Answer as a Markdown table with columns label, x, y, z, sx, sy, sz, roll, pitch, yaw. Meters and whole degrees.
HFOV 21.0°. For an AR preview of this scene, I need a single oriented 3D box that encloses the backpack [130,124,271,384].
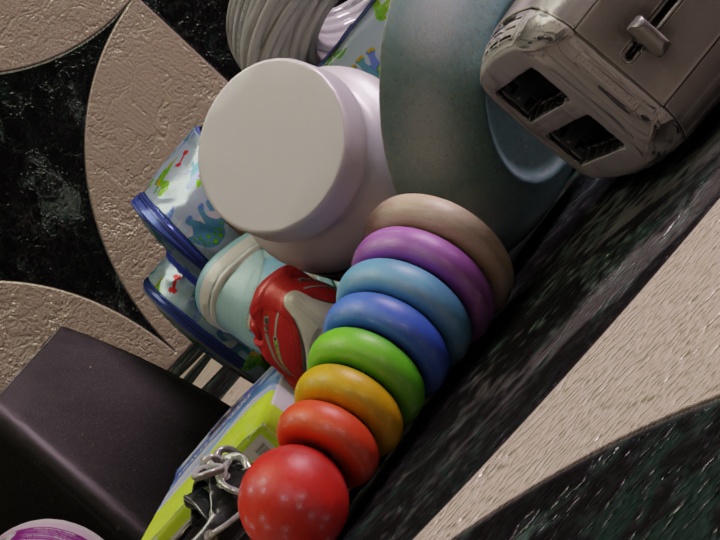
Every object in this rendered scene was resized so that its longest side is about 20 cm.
| label | x | y | z | sx | sy | sz | roll | pitch | yaw |
| --- | --- | --- | --- | --- | --- | --- | --- | --- | --- |
| backpack | -0.086 | -0.006 | 1.486 | 0.147 | 0.200 | 0.183 | -47 | 5 | 0 |

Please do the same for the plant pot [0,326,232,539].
| label | x | y | z | sx | sy | sz | roll | pitch | yaw |
| --- | --- | --- | --- | --- | --- | --- | --- | --- | --- |
| plant pot | -0.215 | 0.166 | 1.421 | 0.200 | 0.177 | 0.200 | -46 | 6 | 29 |

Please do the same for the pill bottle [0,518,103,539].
| label | x | y | z | sx | sy | sz | roll | pitch | yaw |
| --- | --- | --- | --- | --- | --- | --- | --- | --- | --- |
| pill bottle | -0.211 | 0.237 | 1.204 | 0.112 | 0.112 | 0.200 | -47 | 5 | 12 |

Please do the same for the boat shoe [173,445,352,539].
| label | x | y | z | sx | sy | sz | roll | pitch | yaw |
| --- | --- | --- | --- | --- | --- | --- | --- | --- | --- |
| boat shoe | -0.063 | 0.126 | 1.003 | 0.200 | 0.068 | 0.074 | -49 | 5 | -11 |

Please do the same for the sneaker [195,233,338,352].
| label | x | y | z | sx | sy | sz | roll | pitch | yaw |
| --- | --- | --- | --- | --- | --- | --- | --- | --- | --- |
| sneaker | 0.000 | 0.000 | 1.313 | 0.199 | 0.130 | 0.080 | -39 | -40 | -14 |

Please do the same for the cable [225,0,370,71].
| label | x | y | z | sx | sy | sz | roll | pitch | yaw |
| --- | --- | --- | --- | --- | --- | --- | --- | --- | --- |
| cable | -0.001 | -0.186 | 1.297 | 0.199 | 0.069 | 0.200 | -34 | -27 | -9 |

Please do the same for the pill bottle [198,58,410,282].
| label | x | y | z | sx | sy | sz | roll | pitch | yaw |
| --- | --- | --- | --- | --- | --- | --- | --- | --- | --- |
| pill bottle | -0.001 | -0.050 | 1.105 | 0.116 | 0.116 | 0.199 | -46 | -26 | 15 |

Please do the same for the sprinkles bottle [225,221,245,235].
| label | x | y | z | sx | sy | sz | roll | pitch | yaw |
| --- | --- | --- | --- | --- | --- | --- | --- | --- | --- |
| sprinkles bottle | -0.027 | -0.108 | 1.402 | 0.200 | 0.068 | 0.068 | -51 | 6 | -28 |

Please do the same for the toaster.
| label | x | y | z | sx | sy | sz | roll | pitch | yaw |
| --- | --- | --- | --- | --- | --- | --- | --- | --- | --- |
| toaster | 0.136 | -0.126 | 0.969 | 0.129 | 0.113 | 0.200 | -51 | 5 | -6 |

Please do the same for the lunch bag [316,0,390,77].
| label | x | y | z | sx | sy | sz | roll | pitch | yaw |
| --- | --- | --- | --- | --- | --- | --- | --- | --- | --- |
| lunch bag | 0.058 | -0.103 | 1.238 | 0.200 | 0.161 | 0.082 | -49 | -19 | 17 |

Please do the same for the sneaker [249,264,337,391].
| label | x | y | z | sx | sy | sz | roll | pitch | yaw |
| --- | --- | --- | --- | --- | --- | --- | --- | --- | --- |
| sneaker | -0.023 | 0.039 | 1.122 | 0.077 | 0.085 | 0.200 | -49 | -12 | -10 |

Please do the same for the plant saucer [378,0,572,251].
| label | x | y | z | sx | sy | sz | roll | pitch | yaw |
| --- | --- | --- | --- | --- | --- | --- | --- | --- | --- |
| plant saucer | 0.083 | -0.104 | 1.075 | 0.038 | 0.202 | 0.201 | 5 | 42 | 36 |

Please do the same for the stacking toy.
| label | x | y | z | sx | sy | sz | roll | pitch | yaw |
| --- | --- | --- | --- | --- | --- | --- | --- | --- | --- |
| stacking toy | 0.003 | 0.059 | 0.967 | 0.085 | 0.085 | 0.201 | -41 | 15 | 55 |

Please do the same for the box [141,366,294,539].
| label | x | y | z | sx | sy | sz | roll | pitch | yaw |
| --- | --- | --- | --- | --- | --- | --- | --- | --- | --- |
| box | -0.080 | 0.130 | 1.259 | 0.122 | 0.048 | 0.200 | -47 | 5 | 9 |
